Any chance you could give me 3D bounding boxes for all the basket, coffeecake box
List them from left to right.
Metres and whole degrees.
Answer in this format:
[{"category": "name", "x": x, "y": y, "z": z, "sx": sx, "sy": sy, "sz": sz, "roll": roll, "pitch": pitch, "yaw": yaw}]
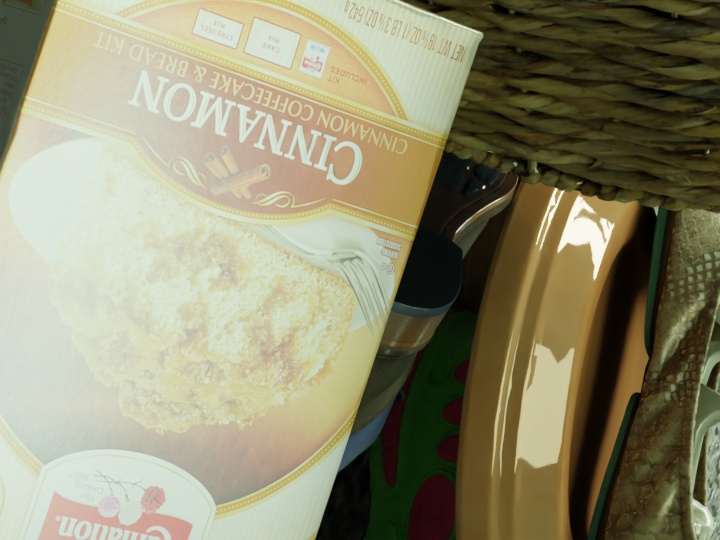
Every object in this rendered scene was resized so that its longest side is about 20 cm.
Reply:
[{"category": "coffeecake box", "x": -0.069, "y": -0.004, "z": 0.855, "sx": 0.153, "sy": 0.073, "sz": 0.201, "roll": 17, "pitch": 92, "yaw": -39}, {"category": "basket", "x": 0.101, "y": -0.119, "z": 0.987, "sx": 0.143, "sy": 0.199, "sz": 0.149, "roll": 81, "pitch": 26, "yaw": -53}]

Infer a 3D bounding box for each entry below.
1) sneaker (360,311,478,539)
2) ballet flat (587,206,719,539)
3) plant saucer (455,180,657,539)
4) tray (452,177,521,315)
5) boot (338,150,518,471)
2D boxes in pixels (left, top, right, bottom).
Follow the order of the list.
[{"category": "sneaker", "x": 0.030, "y": 0.117, "z": 1.140, "sx": 0.084, "sy": 0.077, "sz": 0.201, "roll": 6, "pitch": 105, "yaw": -62}, {"category": "ballet flat", "x": 0.136, "y": 0.044, "z": 1.101, "sx": 0.071, "sy": 0.065, "sz": 0.201, "roll": 34, "pitch": 66, "yaw": -74}, {"category": "plant saucer", "x": 0.083, "y": 0.046, "z": 1.106, "sx": 0.200, "sy": 0.037, "sz": 0.201, "roll": 8, "pitch": 90, "yaw": -73}, {"category": "tray", "x": 0.083, "y": -0.087, "z": 1.150, "sx": 0.099, "sy": 0.037, "sz": 0.201, "roll": -19, "pitch": 123, "yaw": -55}, {"category": "boot", "x": 0.000, "y": 0.000, "z": 1.024, "sx": 0.097, "sy": 0.075, "sz": 0.200, "roll": -60, "pitch": 180, "yaw": 26}]
